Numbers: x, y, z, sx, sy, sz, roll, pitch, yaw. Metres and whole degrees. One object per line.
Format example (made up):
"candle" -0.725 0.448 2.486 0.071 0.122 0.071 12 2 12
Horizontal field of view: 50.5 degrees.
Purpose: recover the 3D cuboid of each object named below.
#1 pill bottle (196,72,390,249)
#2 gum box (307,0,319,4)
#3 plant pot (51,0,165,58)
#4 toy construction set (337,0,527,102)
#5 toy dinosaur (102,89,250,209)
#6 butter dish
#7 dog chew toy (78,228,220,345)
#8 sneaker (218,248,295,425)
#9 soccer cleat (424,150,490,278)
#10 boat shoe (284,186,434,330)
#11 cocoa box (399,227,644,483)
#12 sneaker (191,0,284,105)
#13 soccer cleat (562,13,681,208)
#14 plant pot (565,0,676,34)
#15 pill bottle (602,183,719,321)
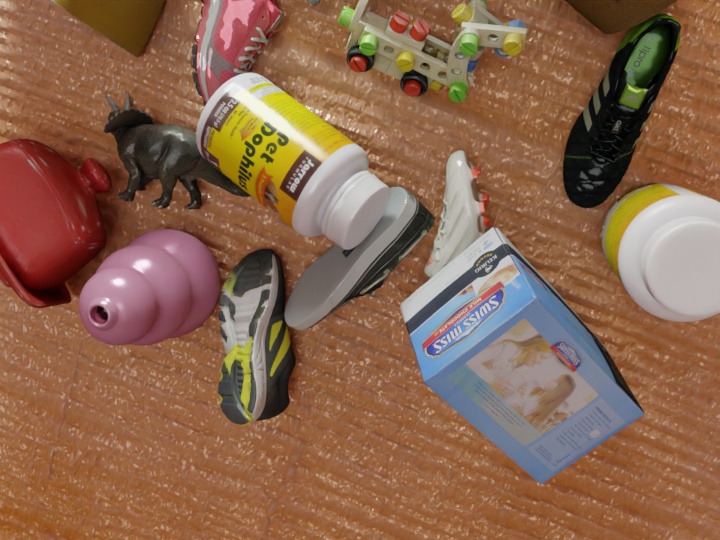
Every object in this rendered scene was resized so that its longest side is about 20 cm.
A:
"pill bottle" -0.068 -0.110 0.797 0.200 0.109 0.110 37 106 16
"gum box" -0.013 -0.404 0.781 0.199 0.045 0.171 -30 94 14
"plant pot" -0.286 -0.369 0.776 0.200 0.200 0.177 38 94 2
"toy construction set" 0.056 -0.244 0.757 0.199 0.092 0.131 35 147 -4
"toy dinosaur" -0.219 -0.125 0.861 0.199 0.077 0.103 19 111 10
"butter dish" -0.351 -0.074 0.861 0.147 0.199 0.201 -32 95 -8
"dog chew toy" -0.232 0.024 0.828 0.124 0.200 0.126 2 101 11
"sneaker" -0.116 0.077 0.886 0.074 0.084 0.202 1 80 31
"soccer cleat" 0.103 -0.026 0.821 0.077 0.069 0.202 -6 103 15
"boat shoe" 0.000 0.000 0.841 0.200 0.071 0.064 -44 127 13
"cocoa box" 0.158 0.087 0.759 0.133 0.132 0.200 -39 118 16
"sneaker" -0.127 -0.257 0.818 0.086 0.074 0.202 7 102 9
"soccer cleat" 0.255 -0.156 0.755 0.067 0.081 0.201 22 104 6
"plant pot" 0.217 -0.328 0.696 0.186 0.187 0.200 -31 109 15
"pill bottle" 0.289 -0.019 0.706 0.108 0.200 0.110 2 101 11
